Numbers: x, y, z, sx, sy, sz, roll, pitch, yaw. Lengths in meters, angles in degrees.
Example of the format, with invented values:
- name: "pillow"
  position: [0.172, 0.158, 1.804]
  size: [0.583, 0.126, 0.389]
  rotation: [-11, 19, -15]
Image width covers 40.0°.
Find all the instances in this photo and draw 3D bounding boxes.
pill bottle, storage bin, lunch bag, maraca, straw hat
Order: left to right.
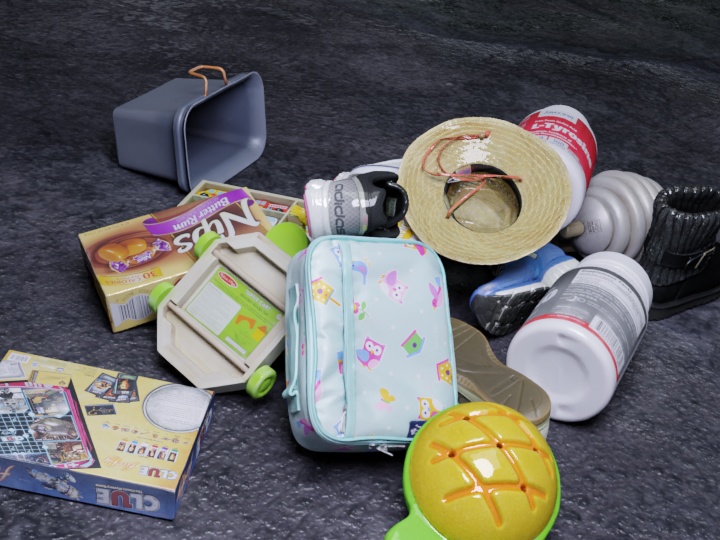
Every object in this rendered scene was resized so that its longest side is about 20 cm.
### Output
- name: "storage bin"
  position: [-0.234, -0.202, 1.330]
  size: [0.133, 0.147, 0.200]
  rotation: [11, 30, 21]
- name: "lunch bag"
  position: [0.006, 0.071, 0.912]
  size: [0.159, 0.077, 0.202]
  rotation: [5, 73, -29]
- name: "maraca"
  position: [0.096, 0.191, 0.824]
  size: [0.136, 0.108, 0.201]
  rotation: [21, 44, 10]
- name: "straw hat"
  position: [0.138, -0.071, 1.112]
  size: [0.199, 0.085, 0.203]
  rotation: [-3, 58, 5]
- name: "pill bottle"
  position: [0.232, -0.133, 1.224]
  size: [0.111, 0.113, 0.200]
  rotation: [17, 31, 11]
- name: "pill bottle"
  position: [0.240, 0.063, 1.056]
  size: [0.113, 0.115, 0.200]
  rotation: [22, 33, 19]

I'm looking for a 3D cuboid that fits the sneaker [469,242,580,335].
- name: "sneaker"
  position: [0.176, 0.009, 1.145]
  size: [0.089, 0.079, 0.199]
  rotation: [44, 34, 17]

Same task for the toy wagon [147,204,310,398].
- name: "toy wagon"
  position: [-0.109, 0.025, 0.978]
  size: [0.155, 0.040, 0.200]
  rotation: [36, 79, 23]

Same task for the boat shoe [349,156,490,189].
- name: "boat shoe"
  position: [0.077, -0.121, 1.215]
  size: [0.200, 0.075, 0.087]
  rotation: [3, 58, -14]

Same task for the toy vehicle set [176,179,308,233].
- name: "toy vehicle set"
  position: [-0.127, -0.053, 1.197]
  size: [0.198, 0.027, 0.125]
  rotation: [12, 34, 12]

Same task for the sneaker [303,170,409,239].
- name: "sneaker"
  position: [0.010, -0.062, 0.983]
  size: [0.086, 0.075, 0.200]
  rotation: [1, 4, 14]

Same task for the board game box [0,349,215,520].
- name: "board game box"
  position: [-0.241, 0.141, 0.871]
  size: [0.198, 0.035, 0.136]
  rotation: [11, 32, 2]

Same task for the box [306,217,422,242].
- name: "box"
  position: [0.000, 0.000, 1.097]
  size: [0.111, 0.102, 0.200]
  rotation: [17, 32, 13]

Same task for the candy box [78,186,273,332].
- name: "candy box"
  position: [-0.192, -0.015, 1.076]
  size: [0.198, 0.057, 0.117]
  rotation: [-18, 43, -19]

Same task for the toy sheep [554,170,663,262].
- name: "toy sheep"
  position: [0.322, -0.064, 1.270]
  size: [0.199, 0.139, 0.138]
  rotation: [-20, 42, -36]

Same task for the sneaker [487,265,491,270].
- name: "sneaker"
  position: [0.179, -0.057, 1.280]
  size: [0.076, 0.079, 0.201]
  rotation: [-8, 30, 20]

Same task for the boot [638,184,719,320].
- name: "boot"
  position: [0.415, -0.037, 1.219]
  size: [0.079, 0.159, 0.210]
  rotation: [33, 39, 33]

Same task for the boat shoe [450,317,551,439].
- name: "boat shoe"
  position: [0.117, 0.115, 1.005]
  size: [0.073, 0.064, 0.200]
  rotation: [-25, 38, -26]
